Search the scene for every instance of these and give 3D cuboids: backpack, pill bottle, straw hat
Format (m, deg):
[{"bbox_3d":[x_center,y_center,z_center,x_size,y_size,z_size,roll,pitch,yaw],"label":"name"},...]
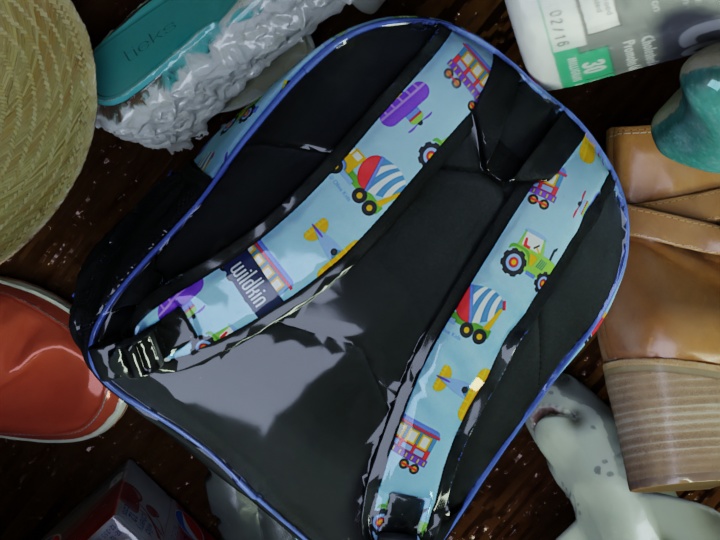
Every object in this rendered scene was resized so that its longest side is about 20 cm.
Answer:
[{"bbox_3d":[0.000,0.000,1.186,0.182,0.135,0.200,38,88,-14],"label":"backpack"},{"bbox_3d":[0.151,-0.149,1.164,0.199,0.113,0.114,-14,109,7],"label":"pill bottle"},{"bbox_3d":[-0.202,-0.044,1.222,0.199,0.202,0.085,-4,150,3],"label":"straw hat"}]

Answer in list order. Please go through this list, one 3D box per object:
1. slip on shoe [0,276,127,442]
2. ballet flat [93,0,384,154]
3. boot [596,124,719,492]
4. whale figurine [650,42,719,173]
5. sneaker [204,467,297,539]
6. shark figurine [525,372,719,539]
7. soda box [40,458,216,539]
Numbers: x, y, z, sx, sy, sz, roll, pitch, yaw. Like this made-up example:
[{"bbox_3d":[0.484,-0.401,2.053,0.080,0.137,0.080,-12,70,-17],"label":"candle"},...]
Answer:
[{"bbox_3d":[-0.196,0.032,1.267,0.199,0.061,0.074,19,108,-7],"label":"slip on shoe"},{"bbox_3d":[-0.029,-0.119,1.214,0.200,0.072,0.072,-36,105,15],"label":"ballet flat"},{"bbox_3d":[0.186,0.012,1.249,0.199,0.077,0.156,-1,81,-23],"label":"boot"},{"bbox_3d":[0.219,-0.050,1.159,0.198,0.159,0.104,-2,71,-10],"label":"whale figurine"},{"bbox_3d":[-0.019,0.144,1.296,0.079,0.075,0.201,-8,110,2],"label":"sneaker"},{"bbox_3d":[0.126,0.154,1.299,0.127,0.089,0.216,11,105,33],"label":"shark figurine"},{"bbox_3d":[-0.153,0.180,1.314,0.200,0.070,0.063,-43,103,15],"label":"soda box"}]
